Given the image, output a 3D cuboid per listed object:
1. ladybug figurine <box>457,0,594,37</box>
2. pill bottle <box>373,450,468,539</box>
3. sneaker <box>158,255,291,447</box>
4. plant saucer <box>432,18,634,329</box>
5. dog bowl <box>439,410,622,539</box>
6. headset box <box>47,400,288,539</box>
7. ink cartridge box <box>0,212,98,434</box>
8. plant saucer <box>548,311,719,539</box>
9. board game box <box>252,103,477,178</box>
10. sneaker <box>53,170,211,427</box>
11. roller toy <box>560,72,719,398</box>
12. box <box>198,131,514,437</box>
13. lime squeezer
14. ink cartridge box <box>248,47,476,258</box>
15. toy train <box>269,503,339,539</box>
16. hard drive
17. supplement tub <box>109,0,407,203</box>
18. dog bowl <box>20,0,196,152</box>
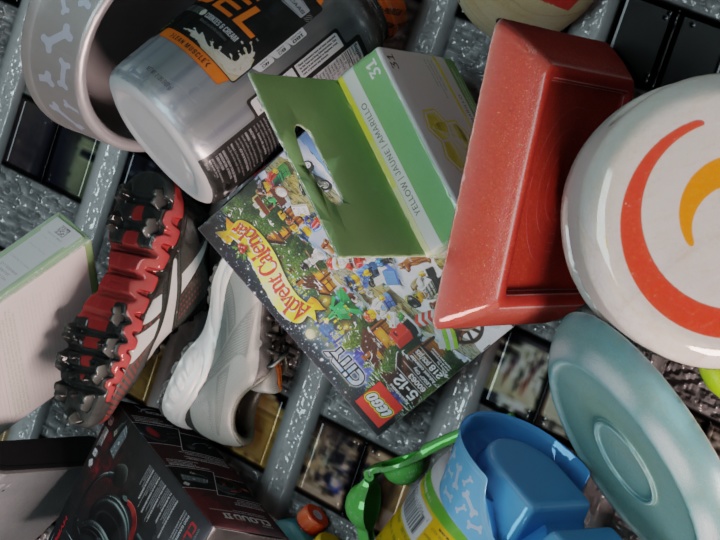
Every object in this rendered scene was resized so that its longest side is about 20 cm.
[{"bbox_3d":[0.122,-0.254,1.648,0.136,0.072,0.201,29,104,31],"label":"ladybug figurine"},{"bbox_3d":[0.045,0.232,1.661,0.111,0.111,0.200,48,114,25],"label":"pill bottle"},{"bbox_3d":[-0.078,0.041,1.782,0.079,0.074,0.201,29,110,21],"label":"sneaker"},{"bbox_3d":[0.123,-0.057,1.568,0.037,0.200,0.200,15,97,25],"label":"plant saucer"},{"bbox_3d":[0.127,0.176,1.550,0.200,0.111,0.050,49,119,32],"label":"dog bowl"},{"bbox_3d":[-0.145,0.213,1.775,0.200,0.075,0.149,46,114,48],"label":"headset box"},{"bbox_3d":[-0.283,0.066,1.809,0.048,0.200,0.146,38,149,28],"label":"ink cartridge box"},{"bbox_3d":[0.179,0.119,1.539,0.027,0.200,0.200,-33,65,-14],"label":"plant saucer"},{"bbox_3d":[0.011,-0.087,1.750,0.200,0.019,0.103,15,96,33],"label":"board game box"},{"bbox_3d":[-0.163,0.030,1.808,0.071,0.098,0.201,14,82,45],"label":"sneaker"},{"bbox_3d":[0.222,-0.033,1.508,0.182,0.140,0.200,27,90,-2],"label":"roller toy"},{"bbox_3d":[0.000,0.000,1.694,0.137,0.038,0.200,-41,91,23],"label":"box"},{"bbox_3d":[0.031,0.163,1.718,0.071,0.038,0.200,43,110,27],"label":"lime squeezer"},{"bbox_3d":[0.026,-0.079,1.599,0.048,0.200,0.146,-35,71,27],"label":"ink cartridge box"},{"bbox_3d":[-0.076,0.270,1.775,0.150,0.056,0.201,-1,89,34],"label":"toy train"},{"bbox_3d":[-0.305,0.204,1.880,0.200,0.139,0.033,-44,67,25],"label":"hard drive"},{"bbox_3d":[-0.070,-0.152,1.702,0.200,0.123,0.122,-41,61,-15],"label":"supplement tub"},{"bbox_3d":[-0.150,-0.177,1.749,0.059,0.200,0.200,39,109,36],"label":"dog bowl"}]
